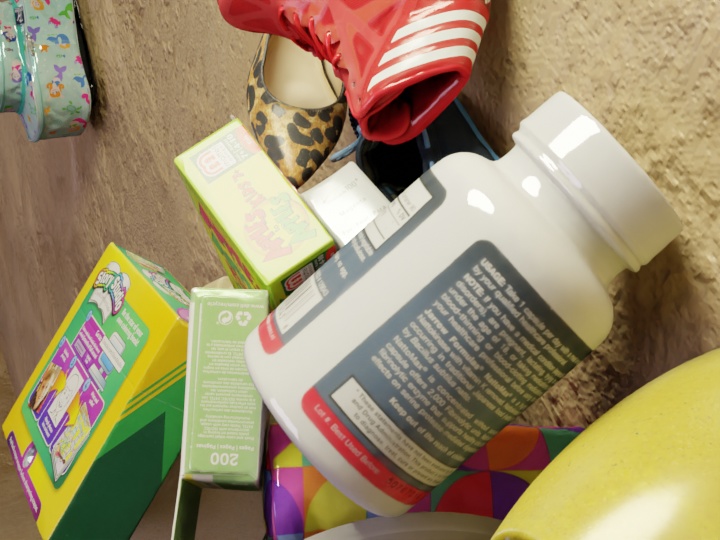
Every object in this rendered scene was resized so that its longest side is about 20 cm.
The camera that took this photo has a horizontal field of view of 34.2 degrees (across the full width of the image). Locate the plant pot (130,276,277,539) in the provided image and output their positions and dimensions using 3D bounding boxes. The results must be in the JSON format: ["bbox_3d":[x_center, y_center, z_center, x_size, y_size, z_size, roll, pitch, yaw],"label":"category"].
[{"bbox_3d":[-0.083,0.123,0.900,0.177,0.199,0.200,-53,28,41],"label":"plant pot"}]

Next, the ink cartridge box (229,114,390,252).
[{"bbox_3d":[0.000,0.000,0.761,0.174,0.043,0.200,51,170,33],"label":"ink cartridge box"}]

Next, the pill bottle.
[{"bbox_3d":[0.052,0.014,0.573,0.120,0.200,0.120,47,-172,-9],"label":"pill bottle"}]

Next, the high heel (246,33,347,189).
[{"bbox_3d":[-0.034,-0.164,0.783,0.143,0.071,0.201,110,166,-57],"label":"high heel"}]

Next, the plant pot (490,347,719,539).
[{"bbox_3d":[0.138,0.146,0.522,0.200,0.142,0.201,41,137,54],"label":"plant pot"}]

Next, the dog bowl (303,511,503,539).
[{"bbox_3d":[0.027,0.213,0.631,0.059,0.199,0.200,-97,13,-47],"label":"dog bowl"}]

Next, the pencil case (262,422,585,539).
[{"bbox_3d":[0.037,0.130,0.662,0.088,0.199,0.089,179,90,-83],"label":"pencil case"}]

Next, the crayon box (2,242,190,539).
[{"bbox_3d":[-0.179,0.087,0.845,0.173,0.058,0.200,-58,29,1],"label":"crayon box"}]

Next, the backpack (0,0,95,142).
[{"bbox_3d":[-0.441,-0.278,1.599,0.177,0.150,0.201,-28,80,64],"label":"backpack"}]

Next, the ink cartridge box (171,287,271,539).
[{"bbox_3d":[-0.079,0.121,0.666,0.146,0.048,0.201,104,168,-77],"label":"ink cartridge box"}]

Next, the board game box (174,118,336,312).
[{"bbox_3d":[-0.053,0.000,0.751,0.102,0.048,0.200,52,170,22],"label":"board game box"}]

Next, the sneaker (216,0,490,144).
[{"bbox_3d":[-0.018,-0.136,0.691,0.200,0.078,0.116,0,71,39],"label":"sneaker"}]

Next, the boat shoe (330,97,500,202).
[{"bbox_3d":[0.029,-0.081,0.727,0.200,0.068,0.084,-132,50,-56],"label":"boat shoe"}]
